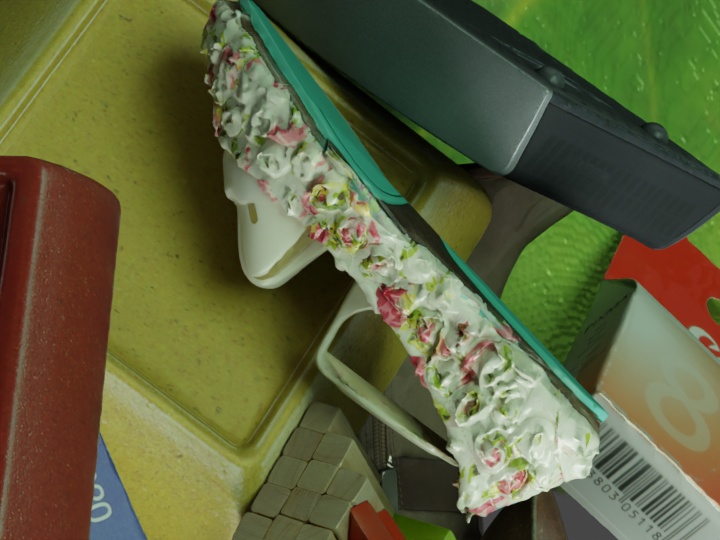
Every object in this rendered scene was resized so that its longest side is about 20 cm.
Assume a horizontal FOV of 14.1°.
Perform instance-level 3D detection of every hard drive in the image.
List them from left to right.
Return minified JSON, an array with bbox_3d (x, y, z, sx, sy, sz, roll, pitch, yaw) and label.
[{"bbox_3d":[0.033,-0.077,1.059,0.135,0.200,0.042,23,103,-48],"label":"hard drive"}]

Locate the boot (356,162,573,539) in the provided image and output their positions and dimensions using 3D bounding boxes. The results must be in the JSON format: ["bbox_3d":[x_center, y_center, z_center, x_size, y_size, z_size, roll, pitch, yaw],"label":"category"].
[{"bbox_3d":[0.024,0.037,1.100,0.199,0.070,0.147,-11,88,-36],"label":"boot"}]

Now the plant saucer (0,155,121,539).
[{"bbox_3d":[-0.174,0.031,0.834,0.198,0.037,0.201,1,45,-1],"label":"plant saucer"}]

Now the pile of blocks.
[{"bbox_3d":[0.012,0.142,1.005,0.082,0.062,0.201,-40,134,-44],"label":"pile of blocks"}]

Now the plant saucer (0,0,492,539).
[{"bbox_3d":[-0.066,-0.018,1.005,0.200,0.048,0.200,37,62,-7],"label":"plant saucer"}]

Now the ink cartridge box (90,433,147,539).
[{"bbox_3d":[-0.135,0.138,0.843,0.199,0.043,0.197,-22,80,-20],"label":"ink cartridge box"}]

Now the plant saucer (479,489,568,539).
[{"bbox_3d":[0.067,0.176,1.059,0.200,0.036,0.202,-11,90,-83],"label":"plant saucer"}]

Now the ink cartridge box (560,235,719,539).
[{"bbox_3d":[0.159,0.061,1.155,0.162,0.050,0.200,42,37,-8],"label":"ink cartridge box"}]

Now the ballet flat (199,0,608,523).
[{"bbox_3d":[0.000,0.000,0.964,0.064,0.076,0.200,-41,84,4],"label":"ballet flat"}]
